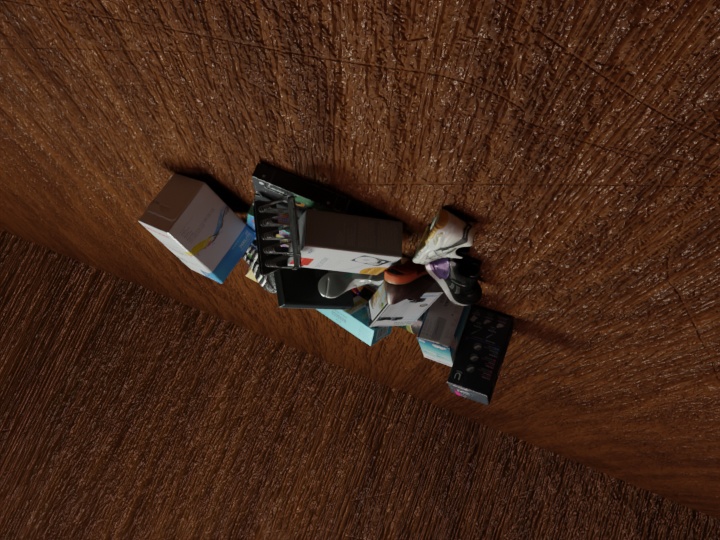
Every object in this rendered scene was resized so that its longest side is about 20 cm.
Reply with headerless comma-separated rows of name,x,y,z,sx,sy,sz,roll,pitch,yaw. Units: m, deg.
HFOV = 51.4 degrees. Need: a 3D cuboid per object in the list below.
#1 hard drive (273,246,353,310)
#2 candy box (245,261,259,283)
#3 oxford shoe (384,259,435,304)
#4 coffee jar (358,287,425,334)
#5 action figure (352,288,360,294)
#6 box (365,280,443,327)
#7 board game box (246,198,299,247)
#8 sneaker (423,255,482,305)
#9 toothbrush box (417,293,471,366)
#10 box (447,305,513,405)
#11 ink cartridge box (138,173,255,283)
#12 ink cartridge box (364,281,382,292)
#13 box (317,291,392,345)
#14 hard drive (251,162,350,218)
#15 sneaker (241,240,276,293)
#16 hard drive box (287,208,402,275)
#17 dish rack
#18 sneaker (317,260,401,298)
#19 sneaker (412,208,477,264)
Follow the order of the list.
hard drive,-0.111,0.019,1.743,0.198,0.142,0.033,5,157,-39
candy box,-0.211,0.006,2.000,0.199,0.118,0.056,29,123,-28
oxford shoe,0.113,0.022,1.549,0.071,0.074,0.198,20,-159,38
coffee jar,0.093,0.094,1.881,0.197,0.105,0.086,11,137,29
action figure,-0.027,0.057,1.971,0.099,0.065,0.202,44,160,51
box,0.097,0.063,1.696,0.115,0.061,0.200,-1,156,-21
board game box,-0.196,-0.095,1.776,0.150,0.046,0.200,25,166,-6
sneaker,0.213,0.018,1.534,0.087,0.077,0.200,1,155,40
toothbrush box,0.205,0.131,1.788,0.084,0.148,0.200,18,166,17
box,0.292,0.207,1.815,0.105,0.202,0.122,16,164,18
ink cartridge box,-0.379,-0.099,1.743,0.146,0.147,0.200,20,159,45
ink cartridge box,0.025,0.014,1.823,0.108,0.051,0.199,31,162,-32
box,-0.020,0.101,1.832,0.199,0.082,0.050,31,128,29
hard drive,-0.120,-0.144,1.513,0.198,0.038,0.140,23,165,2
sneaker,-0.229,-0.035,1.887,0.115,0.076,0.201,-17,-119,-48
hard drive box,-0.033,-0.053,1.497,0.197,0.078,0.156,6,165,-16
dish rack,-0.160,-0.069,1.457,0.054,0.156,0.200,-8,-177,-20
sneaker,0.000,0.000,1.696,0.198,0.071,0.080,-20,-175,15
sneaker,0.156,-0.044,1.389,0.087,0.077,0.200,23,166,-3
